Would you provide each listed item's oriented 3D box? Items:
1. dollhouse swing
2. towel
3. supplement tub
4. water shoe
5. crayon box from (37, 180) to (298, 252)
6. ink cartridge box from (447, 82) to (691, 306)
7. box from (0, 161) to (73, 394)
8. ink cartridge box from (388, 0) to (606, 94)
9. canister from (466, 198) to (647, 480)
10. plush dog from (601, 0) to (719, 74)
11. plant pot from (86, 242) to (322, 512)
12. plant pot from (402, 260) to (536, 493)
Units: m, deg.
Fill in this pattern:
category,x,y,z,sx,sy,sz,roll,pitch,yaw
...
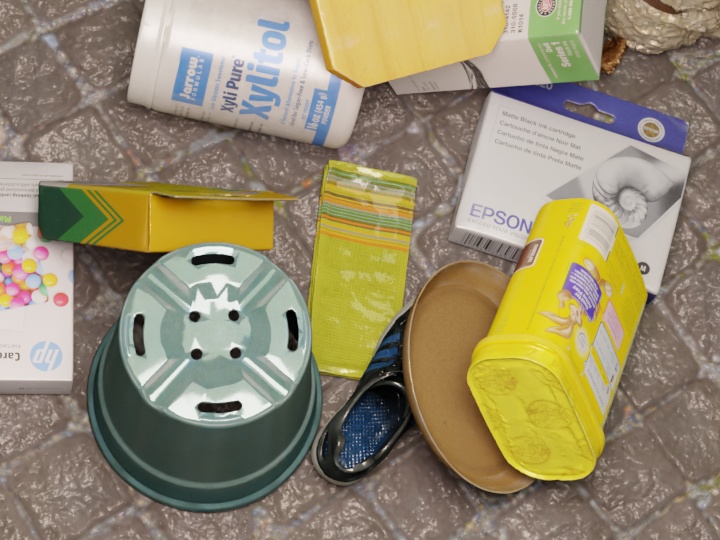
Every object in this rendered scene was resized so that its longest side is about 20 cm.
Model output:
category,x,y,z,sx,sy,sz,roll,pitch,yaw
dollhouse swing,0.006,-0.270,1.729,0.200,0.182,0.176,-18,113,-22
towel,0.000,0.000,1.756,0.086,0.018,0.200,9,67,-7
supplement tub,-0.096,-0.189,1.752,0.200,0.132,0.132,11,67,-6
water shoe,0.037,0.098,1.682,0.071,0.079,0.200,37,71,-8
crayon box,-0.160,-0.044,1.628,0.127,0.200,0.051,-1,95,-39
ink cartridge box,0.198,-0.089,1.817,0.200,0.041,0.200,17,66,-4
box,-0.321,0.004,1.680,0.156,0.041,0.200,2,69,-10
ink cartridge box,0.116,-0.245,1.791,0.200,0.084,0.146,-3,64,22
canister,0.172,0.054,1.678,0.087,0.149,0.200,-4,41,30
plush dog,0.282,-0.275,1.836,0.200,0.172,0.160,38,67,5
plant pot,-0.121,0.076,1.595,0.200,0.196,0.200,2,71,-6
plant pot,0.099,0.091,1.684,0.200,0.027,0.200,19,63,-42
